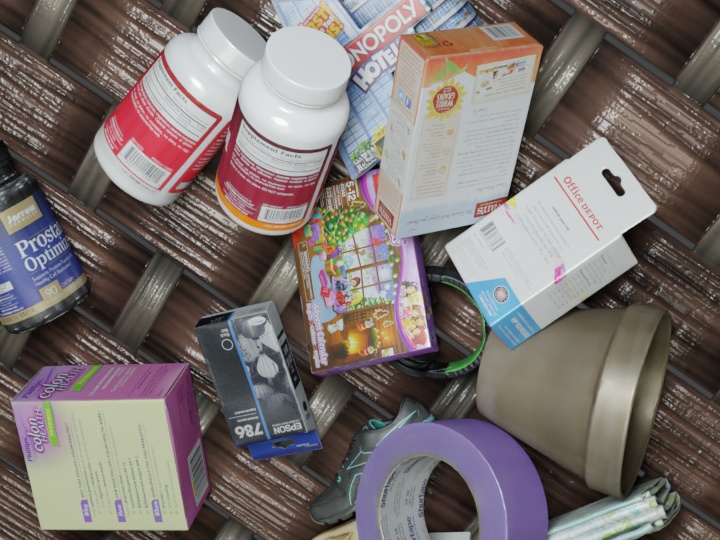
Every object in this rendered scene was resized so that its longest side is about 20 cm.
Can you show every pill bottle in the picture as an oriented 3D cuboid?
[{"bbox_3d":[-0.183,-0.173,1.180,0.112,0.113,0.200,43,113,-7],"label":"pill bottle"},{"bbox_3d":[-0.075,-0.139,1.115,0.112,0.114,0.201,26,138,0],"label":"pill bottle"},{"bbox_3d":[-0.400,-0.040,1.276,0.110,0.112,0.203,-19,107,18],"label":"pill bottle"}]

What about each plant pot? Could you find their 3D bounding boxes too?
[{"bbox_3d":[0.222,0.120,1.189,0.171,0.200,0.204,14,115,24],"label":"plant pot"}]

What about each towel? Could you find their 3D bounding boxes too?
[{"bbox_3d":[0.255,0.290,1.244,0.198,0.171,0.049,-26,77,19],"label":"towel"}]

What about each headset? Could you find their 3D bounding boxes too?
[{"bbox_3d":[0.048,0.062,1.236,0.196,0.094,0.126,2,112,19],"label":"headset"}]

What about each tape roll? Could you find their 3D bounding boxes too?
[{"bbox_3d":[0.095,0.261,1.191,0.198,0.084,0.204,-4,84,41],"label":"tape roll"}]

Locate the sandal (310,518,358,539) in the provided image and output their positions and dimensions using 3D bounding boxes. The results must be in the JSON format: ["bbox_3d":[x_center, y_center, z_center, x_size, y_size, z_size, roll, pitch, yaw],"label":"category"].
[{"bbox_3d":[-0.019,0.359,1.379,0.078,0.070,0.211,45,113,-8],"label":"sandal"}]

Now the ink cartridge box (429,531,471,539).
[{"bbox_3d":[0.095,0.412,1.306,0.066,0.200,0.119,-3,111,12],"label":"ink cartridge box"}]

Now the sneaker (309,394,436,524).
[{"bbox_3d":[0.011,0.225,1.329,0.199,0.075,0.080,-37,91,13],"label":"sneaker"}]

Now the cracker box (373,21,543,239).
[{"bbox_3d":[0.093,-0.137,1.110,0.132,0.058,0.203,-12,130,-26],"label":"cracker box"}]

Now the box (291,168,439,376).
[{"bbox_3d":[0.000,0.000,1.198,0.135,0.039,0.204,-14,76,15],"label":"box"}]

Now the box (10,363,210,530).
[{"bbox_3d":[-0.300,0.215,1.365,0.196,0.097,0.179,-3,111,11],"label":"box"}]

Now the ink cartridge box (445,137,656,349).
[{"bbox_3d":[0.200,-0.028,1.141,0.199,0.116,0.068,-35,143,10],"label":"ink cartridge box"}]

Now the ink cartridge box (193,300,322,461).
[{"bbox_3d":[-0.120,0.142,1.332,0.098,0.039,0.203,-13,109,15],"label":"ink cartridge box"}]

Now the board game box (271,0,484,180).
[{"bbox_3d":[0.012,-0.234,1.145,0.199,0.062,0.201,-35,102,21],"label":"board game box"}]
